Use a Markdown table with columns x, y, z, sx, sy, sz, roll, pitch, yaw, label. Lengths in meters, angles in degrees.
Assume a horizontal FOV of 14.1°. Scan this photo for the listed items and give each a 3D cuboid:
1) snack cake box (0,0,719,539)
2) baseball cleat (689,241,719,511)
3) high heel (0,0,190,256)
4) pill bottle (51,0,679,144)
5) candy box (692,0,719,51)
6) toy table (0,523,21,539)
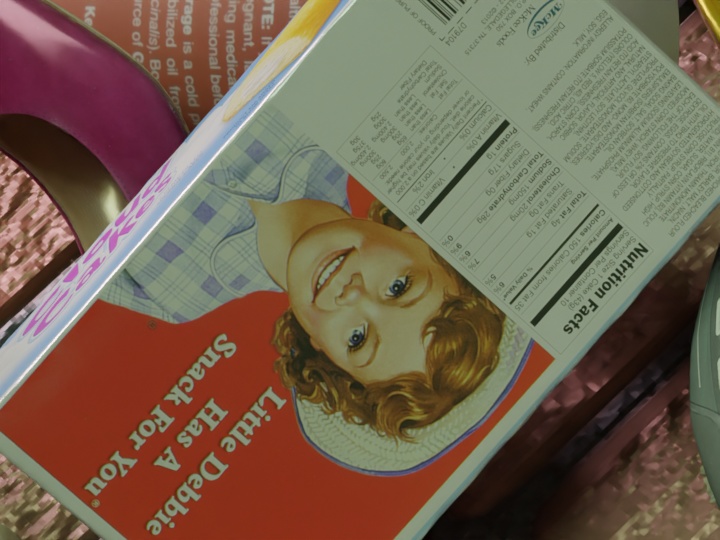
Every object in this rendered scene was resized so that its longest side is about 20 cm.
| x | y | z | sx | sy | sz | roll | pitch | yaw | label |
| --- | --- | --- | --- | --- | --- | --- | --- | --- | --- |
| 0.000 | 0.000 | 0.804 | 0.200 | 0.115 | 0.067 | -48 | 12 | 3 | snack cake box |
| 0.135 | -0.013 | 0.784 | 0.069 | 0.106 | 0.201 | 8 | 68 | -15 | baseball cleat |
| -0.082 | -0.001 | 0.865 | 0.096 | 0.200 | 0.067 | -49 | 11 | -20 | high heel |
| -0.006 | -0.073 | 0.916 | 0.199 | 0.112 | 0.113 | 4 | 56 | 29 | pill bottle |
| 0.156 | -0.097 | 0.915 | 0.102 | 0.026 | 0.201 | -29 | 46 | 8 | candy box |
| -0.180 | 0.141 | 0.798 | 0.199 | 0.184 | 0.118 | -8 | 66 | 5 | toy table |
